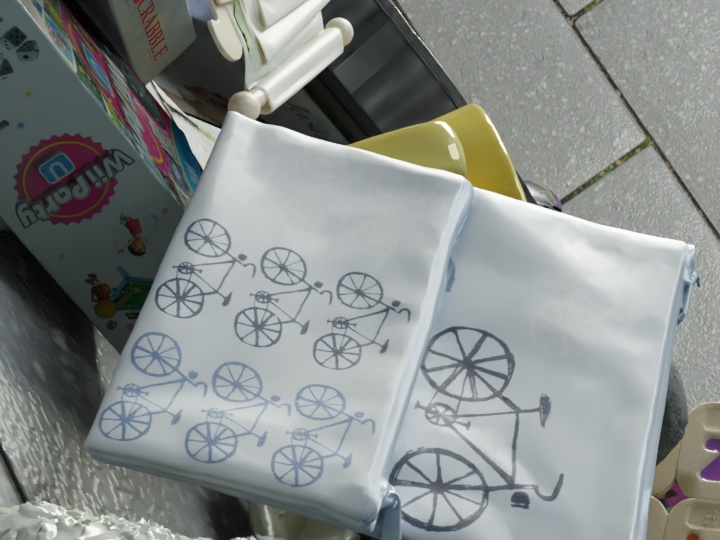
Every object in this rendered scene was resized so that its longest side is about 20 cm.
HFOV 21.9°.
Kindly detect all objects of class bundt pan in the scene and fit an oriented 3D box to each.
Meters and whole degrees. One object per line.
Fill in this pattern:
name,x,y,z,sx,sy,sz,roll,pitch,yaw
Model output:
bundt pan,0.016,-0.087,1.058,0.202,0.076,0.202,53,3,-4

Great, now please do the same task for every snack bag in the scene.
snack bag,0.022,0.026,0.675,0.199,0.021,0.189,17,44,3

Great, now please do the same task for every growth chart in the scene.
growth chart,-0.052,-0.169,0.799,0.145,0.018,0.201,-32,108,-63

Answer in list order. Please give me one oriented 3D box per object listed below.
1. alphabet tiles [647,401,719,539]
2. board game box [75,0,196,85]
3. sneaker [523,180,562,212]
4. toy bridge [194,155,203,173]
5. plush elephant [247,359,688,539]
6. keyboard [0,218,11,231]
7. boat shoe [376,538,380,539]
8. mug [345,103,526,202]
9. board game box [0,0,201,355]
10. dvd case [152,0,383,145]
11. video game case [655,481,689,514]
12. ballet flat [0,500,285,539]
alphabet tiles,0.116,0.149,0.851,0.015,0.199,0.196,55,44,-54
board game box,-0.166,-0.193,0.813,0.199,0.041,0.200,41,-13,15
sneaker,0.082,-0.040,1.231,0.200,0.087,0.076,43,14,-54
toy bridge,-0.108,-0.058,1.000,0.200,0.027,0.067,59,9,22
plush elephant,0.040,0.126,0.775,0.155,0.200,0.165,28,-32,59
keyboard,-0.190,-0.097,0.789,0.200,0.011,0.056,56,10,6
boat shoe,0.025,0.171,0.605,0.068,0.071,0.201,68,20,-51
mug,0.000,0.000,0.856,0.150,0.153,0.187,-110,-176,-59
board game box,-0.138,-0.078,0.762,0.200,0.064,0.148,54,5,-35
dvd case,-0.067,-0.101,0.953,0.200,0.018,0.143,25,-16,44
video game case,0.159,0.180,0.864,0.036,0.200,0.182,38,34,-45
ballet flat,-0.062,0.105,0.591,0.072,0.072,0.200,60,9,26
